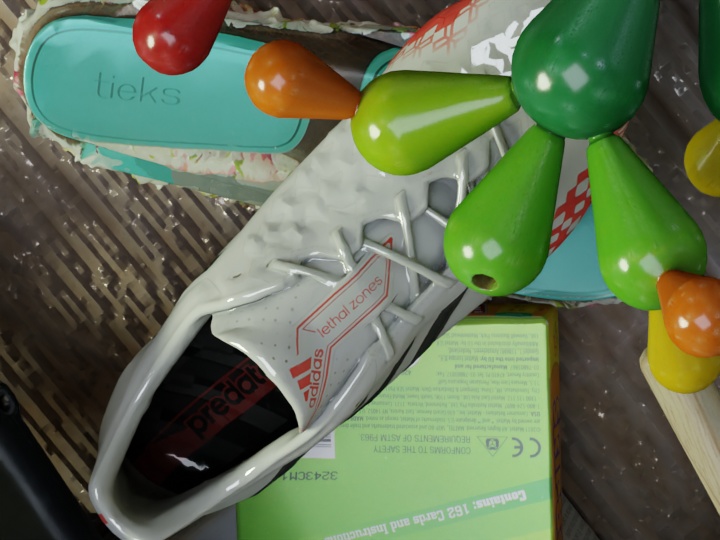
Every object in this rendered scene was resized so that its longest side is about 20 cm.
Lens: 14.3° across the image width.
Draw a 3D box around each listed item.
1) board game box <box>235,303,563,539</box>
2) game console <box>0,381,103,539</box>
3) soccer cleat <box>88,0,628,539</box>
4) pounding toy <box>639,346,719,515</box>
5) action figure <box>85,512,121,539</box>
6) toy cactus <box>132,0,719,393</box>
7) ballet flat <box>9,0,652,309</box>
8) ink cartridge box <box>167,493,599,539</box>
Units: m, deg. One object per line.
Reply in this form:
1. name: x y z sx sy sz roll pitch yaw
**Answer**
1. board game box: 0.013 0.109 0.848 0.095 0.030 0.201 1 100 12
2. game console: -0.119 0.128 0.818 0.177 0.031 0.200 -24 106 31
3. soccer cleat: 0.000 0.000 0.767 0.069 0.085 0.200 45 109 -4
4. pounding toy: 0.124 0.156 0.771 0.142 0.200 0.184 -44 136 20
5. action figure: -0.155 0.040 0.861 0.200 0.102 0.119 52 127 10
6. toy cactus: 0.061 -0.068 0.688 0.200 0.102 0.165 26 98 -11
7. ballet flat: -0.003 -0.046 0.833 0.199 0.064 0.076 19 110 6
8. ink cartridge box: 0.009 0.157 0.897 0.196 0.043 0.200 -38 92 19
